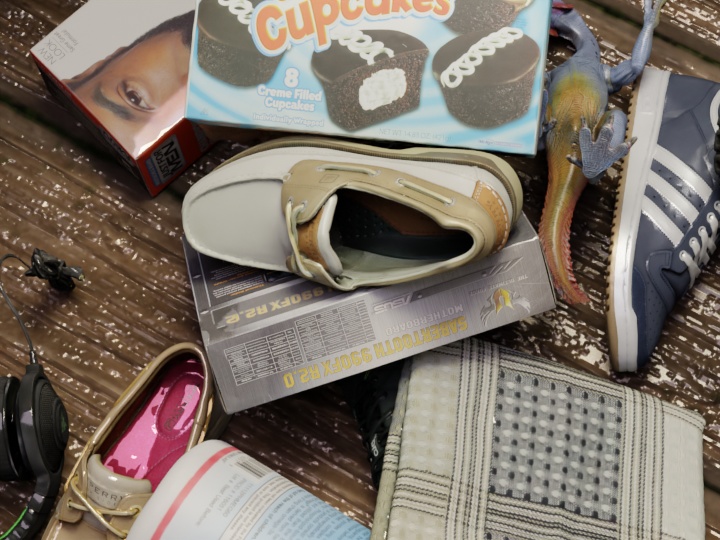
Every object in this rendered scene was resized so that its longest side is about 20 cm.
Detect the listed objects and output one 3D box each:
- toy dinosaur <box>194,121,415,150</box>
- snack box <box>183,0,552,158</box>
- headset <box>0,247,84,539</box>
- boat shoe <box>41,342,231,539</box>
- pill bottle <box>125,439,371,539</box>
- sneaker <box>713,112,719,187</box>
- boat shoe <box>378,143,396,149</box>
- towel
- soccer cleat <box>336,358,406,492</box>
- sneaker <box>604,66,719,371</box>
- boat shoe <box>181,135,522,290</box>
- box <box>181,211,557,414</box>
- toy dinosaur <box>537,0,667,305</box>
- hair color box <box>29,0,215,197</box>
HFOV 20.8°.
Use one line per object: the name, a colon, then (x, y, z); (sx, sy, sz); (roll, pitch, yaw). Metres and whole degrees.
toy dinosaur: (-0.015, -0.085, 1.162); (0.200, 0.086, 0.136); (-45, 86, 0)
snack box: (0.006, -0.131, 1.100); (0.198, 0.037, 0.117); (6, 90, 7)
headset: (-0.226, 0.083, 1.189); (0.123, 0.094, 0.201); (21, 86, 9)
boat shoe: (-0.142, 0.127, 1.151); (0.073, 0.069, 0.201); (23, 71, 13)
pill bottle: (-0.029, 0.188, 1.096); (0.199, 0.109, 0.109); (29, 73, 16)
sneaker: (0.269, -0.040, 1.144); (0.091, 0.201, 0.076); (-35, 29, -25)
boat shoe: (0.029, -0.131, 1.242); (0.200, 0.068, 0.072); (-41, 70, -11)
towel: (0.103, 0.133, 1.089); (0.191, 0.035, 0.201); (19, 52, -11)
soccer cleat: (0.032, 0.103, 1.140); (0.081, 0.068, 0.200); (-23, 65, -38)
sneaker: (0.208, -0.030, 1.185); (0.108, 0.070, 0.201); (7, 66, 10)
boat shoe: (-0.014, -0.030, 1.080); (0.198, 0.075, 0.068); (-5, 23, 22)
box: (0.000, 0.000, 1.154); (0.199, 0.049, 0.159); (-18, 26, -3)
toy dinosaur: (0.118, -0.104, 1.200); (0.104, 0.182, 0.202); (15, 104, 4)
hair color box: (-0.099, -0.157, 1.268); (0.200, 0.064, 0.111); (-43, 71, -11)
